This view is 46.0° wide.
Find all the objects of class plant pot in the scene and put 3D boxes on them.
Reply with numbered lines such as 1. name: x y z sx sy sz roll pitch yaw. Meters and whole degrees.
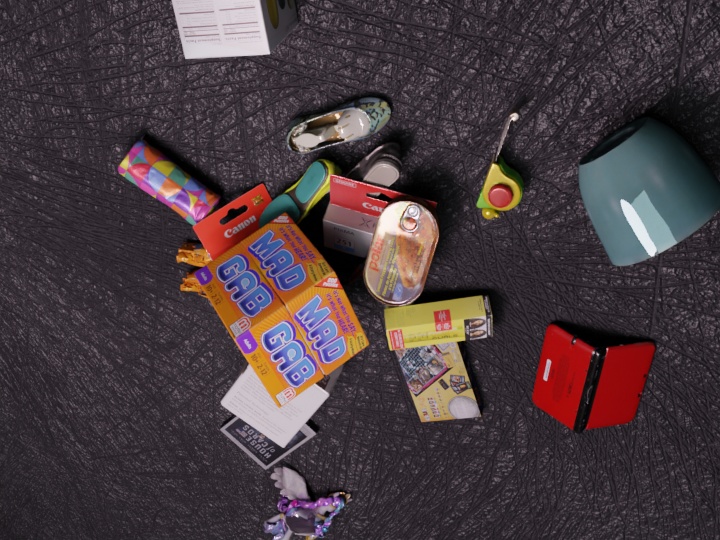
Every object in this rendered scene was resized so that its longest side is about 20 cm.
1. plant pot: 0.429 -0.133 1.298 0.199 0.201 0.162 -32 97 32

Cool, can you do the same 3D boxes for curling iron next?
1. curling iron: 0.000 0.000 1.575 0.026 0.049 0.199 59 143 3

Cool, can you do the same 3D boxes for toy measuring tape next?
1. toy measuring tape: 0.249 -0.167 1.405 0.072 0.074 0.203 19 126 5

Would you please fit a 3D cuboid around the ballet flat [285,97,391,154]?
1. ballet flat: -0.042 -0.241 1.452 0.197 0.075 0.075 -14 117 25

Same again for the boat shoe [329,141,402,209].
1. boat shoe: 0.013 -0.160 1.490 0.066 0.058 0.199 29 148 -21

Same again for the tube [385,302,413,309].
1. tube: 0.078 0.025 1.559 0.057 0.052 0.202 -18 146 -20

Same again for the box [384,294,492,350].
1. box: 0.145 0.097 1.578 0.196 0.051 0.076 -7 142 4

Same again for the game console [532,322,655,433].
1. game console: 0.437 0.195 1.609 0.171 0.118 0.203 32 133 36

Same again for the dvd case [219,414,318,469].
1. dvd case: -0.208 0.358 1.920 0.150 0.025 0.199 43 124 -11

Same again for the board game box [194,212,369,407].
1. board game box: -0.138 0.068 1.495 0.198 0.200 0.201 -34 135 -8

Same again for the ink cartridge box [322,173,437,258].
1. ink cartridge box: 0.031 -0.079 1.507 0.196 0.045 0.177 16 151 8

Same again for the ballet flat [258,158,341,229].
1. ballet flat: -0.105 -0.129 1.546 0.200 0.067 0.067 -42 72 31

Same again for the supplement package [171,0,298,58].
1. supplement package: -0.201 -0.454 1.313 0.148 0.153 0.203 1 122 16

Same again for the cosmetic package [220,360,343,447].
1. cosmetic package: -0.149 0.210 1.718 0.164 0.166 0.201 35 125 -6

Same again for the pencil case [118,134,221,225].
1. pencil case: -0.360 -0.164 1.599 0.199 0.089 0.089 37 125 -5

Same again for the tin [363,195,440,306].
1. tin: 0.070 -0.034 1.464 0.110 0.042 0.203 17 119 1

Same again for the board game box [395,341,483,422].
1. board game box: 0.157 0.211 1.699 0.133 0.035 0.203 -8 119 22

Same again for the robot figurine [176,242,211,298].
1. robot figurine: -0.264 0.008 1.690 0.196 0.059 0.147 9 125 13

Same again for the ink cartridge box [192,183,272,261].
1. ink cartridge box: -0.198 -0.035 1.597 0.159 0.047 0.202 -32 115 -9

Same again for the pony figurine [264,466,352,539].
1. pony figurine: -0.138 0.563 1.970 0.191 0.168 0.200 18 130 -35
